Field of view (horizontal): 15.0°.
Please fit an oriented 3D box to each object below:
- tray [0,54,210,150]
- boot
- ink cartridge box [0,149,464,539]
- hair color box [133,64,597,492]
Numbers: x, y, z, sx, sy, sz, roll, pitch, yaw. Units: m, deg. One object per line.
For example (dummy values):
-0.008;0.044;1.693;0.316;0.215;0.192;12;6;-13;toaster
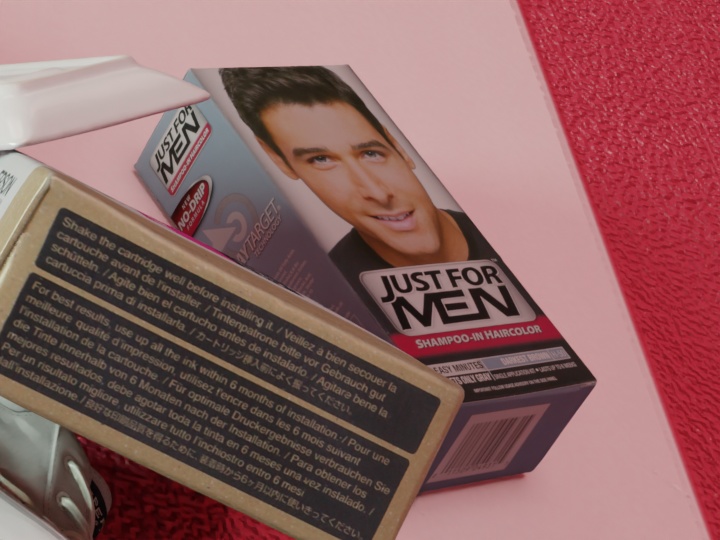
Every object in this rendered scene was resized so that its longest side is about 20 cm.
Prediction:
-0.164;-0.060;1.015;0.199;0.022;0.107;-1;13;37;tray
-0.108;0.094;0.931;0.200;0.074;0.095;41;32;18;boot
-0.073;0.023;0.965;0.164;0.075;0.200;28;-1;-18;ink cartridge box
0.000;0.000;1.166;0.099;0.061;0.200;-6;48;-45;hair color box
